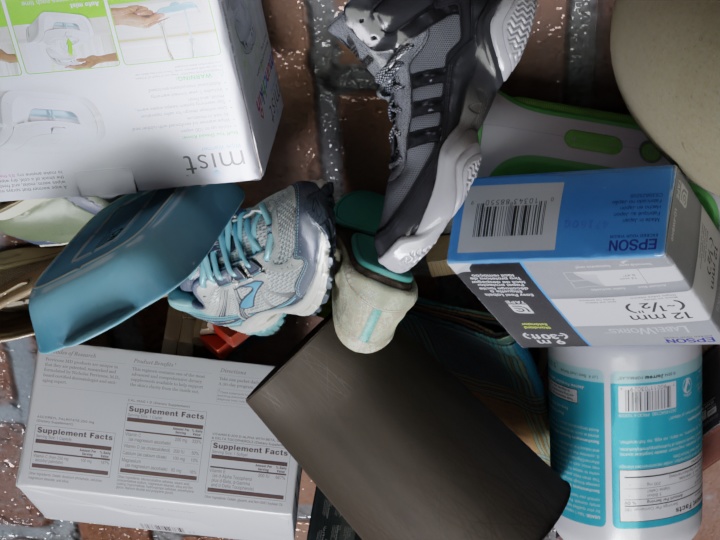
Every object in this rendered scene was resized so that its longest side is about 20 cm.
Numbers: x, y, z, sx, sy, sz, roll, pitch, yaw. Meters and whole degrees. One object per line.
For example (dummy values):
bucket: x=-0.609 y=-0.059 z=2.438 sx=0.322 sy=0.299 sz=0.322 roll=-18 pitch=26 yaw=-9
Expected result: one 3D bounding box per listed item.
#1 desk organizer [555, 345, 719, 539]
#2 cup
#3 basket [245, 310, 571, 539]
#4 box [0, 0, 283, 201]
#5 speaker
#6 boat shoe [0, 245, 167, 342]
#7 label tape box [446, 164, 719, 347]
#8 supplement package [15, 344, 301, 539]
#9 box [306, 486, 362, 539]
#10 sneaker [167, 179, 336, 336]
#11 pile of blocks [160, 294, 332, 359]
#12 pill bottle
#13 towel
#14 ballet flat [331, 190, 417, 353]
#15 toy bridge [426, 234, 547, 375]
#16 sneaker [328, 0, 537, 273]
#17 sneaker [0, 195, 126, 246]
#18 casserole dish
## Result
desk organizer: x=0.241 y=0.148 z=1.469 sx=0.077 sy=0.072 sz=0.200 roll=26 pitch=134 yaw=-23
cup: x=0.249 y=-0.112 z=1.093 sx=0.198 sy=0.144 sz=0.202 roll=1 pitch=118 yaw=1
basket: x=0.028 y=0.122 z=1.311 sx=0.136 sy=0.180 sz=0.200 roll=-44 pitch=91 yaw=-1
box: x=-0.163 y=-0.142 z=1.159 sx=0.198 sy=0.097 sz=0.178 roll=-5 pitch=124 yaw=12
speaker: x=0.155 y=-0.064 z=1.240 sx=0.198 sy=0.089 sz=0.089 roll=9 pitch=137 yaw=-3
boat shoe: x=-0.190 y=0.013 z=1.377 sx=0.198 sy=0.065 sz=0.071 roll=-13 pitch=134 yaw=20
label tape box: x=0.160 y=0.009 z=1.213 sx=0.142 sy=0.067 sz=0.200 roll=-2 pitch=152 yaw=27
supplement package: x=-0.142 y=0.131 z=1.427 sx=0.198 sy=0.112 sz=0.156 roll=7 pitch=164 yaw=0
box: x=-0.004 y=0.205 z=1.463 sx=0.046 sy=0.201 sz=0.160 roll=2 pitch=137 yaw=9
sneaker: x=-0.074 y=-0.004 z=1.234 sx=0.086 sy=0.078 sz=0.200 roll=7 pitch=158 yaw=-19
pile of blocks: x=-0.071 y=0.032 z=1.386 sx=0.082 sy=0.062 sz=0.199 roll=36 pitch=130 yaw=-28
pill bottle: x=0.190 y=0.130 z=1.363 sx=0.110 sy=0.111 sz=0.202 roll=0 pitch=103 yaw=7
towel: x=0.080 y=0.093 z=1.422 sx=0.146 sy=0.022 sz=0.201 roll=14 pitch=145 yaw=33
ballet flat: x=0.000 y=0.000 z=1.247 sx=0.067 sy=0.200 sz=0.063 roll=20 pitch=106 yaw=-4
toy bridge: x=0.103 y=0.044 z=1.404 sx=0.067 sy=0.027 sz=0.201 roll=-7 pitch=135 yaw=14
sneaker: x=0.024 y=-0.106 z=1.156 sx=0.113 sy=0.201 sz=0.075 roll=24 pitch=173 yaw=-8
sneaker: x=-0.164 y=-0.068 z=1.297 sx=0.199 sy=0.068 sz=0.090 roll=-18 pitch=152 yaw=13
casserole dish: x=-0.142 y=-0.015 z=1.185 sx=0.121 sy=0.200 sz=0.039 roll=-26 pitch=106 yaw=21
